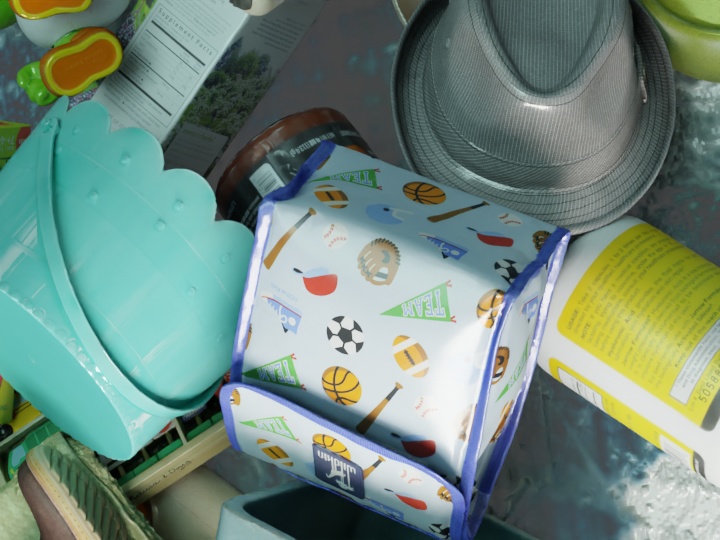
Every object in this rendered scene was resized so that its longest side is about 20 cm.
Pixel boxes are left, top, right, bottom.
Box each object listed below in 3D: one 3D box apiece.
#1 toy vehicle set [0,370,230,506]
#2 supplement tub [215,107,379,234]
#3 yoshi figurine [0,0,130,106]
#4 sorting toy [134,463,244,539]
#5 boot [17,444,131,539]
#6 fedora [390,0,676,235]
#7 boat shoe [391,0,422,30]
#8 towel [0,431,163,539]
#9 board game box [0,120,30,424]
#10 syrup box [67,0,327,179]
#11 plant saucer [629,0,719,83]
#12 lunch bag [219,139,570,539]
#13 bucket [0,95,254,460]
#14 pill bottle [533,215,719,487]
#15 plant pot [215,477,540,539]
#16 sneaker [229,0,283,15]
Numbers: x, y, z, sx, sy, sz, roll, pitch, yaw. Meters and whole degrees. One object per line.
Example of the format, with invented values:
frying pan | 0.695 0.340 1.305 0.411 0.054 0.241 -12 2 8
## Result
toy vehicle set | -0.157 0.091 1.785 0.199 0.027 0.125 -34 61 8
supplement tub | 0.000 0.000 1.706 0.107 0.107 0.200 -42 69 15
yoshi figurine | -0.225 -0.179 1.795 0.113 0.111 0.200 -61 21 11
sorting toy | -0.151 0.221 1.790 0.185 0.036 0.201 34 99 25
boot | -0.211 0.228 1.689 0.166 0.072 0.201 -28 99 8
fedora | 0.107 -0.129 1.608 0.175 0.091 0.201 10 57 3
boat shoe | 0.084 -0.126 1.699 0.076 0.072 0.200 -46 68 14
towel | -0.180 0.219 1.740 0.148 0.036 0.200 -39 93 12
board game box | -0.267 0.004 1.749 0.047 0.101 0.202 8 99 24
syrup box | -0.113 -0.139 1.791 0.081 0.079 0.201 39 101 24
plant saucer | 0.236 -0.217 1.660 0.199 0.031 0.202 -3 82 26
lunch bag | 0.013 0.053 1.581 0.169 0.124 0.201 23 121 15
bucket | -0.162 0.010 1.670 0.207 0.208 0.135 33 68 25
pill bottle | 0.172 0.036 1.616 0.199 0.111 0.112 34 99 24
plant pot | 0.013 0.256 1.628 0.195 0.195 0.201 25 106 26
sneaker | -0.012 -0.222 1.707 0.093 0.200 0.071 21 131 10
